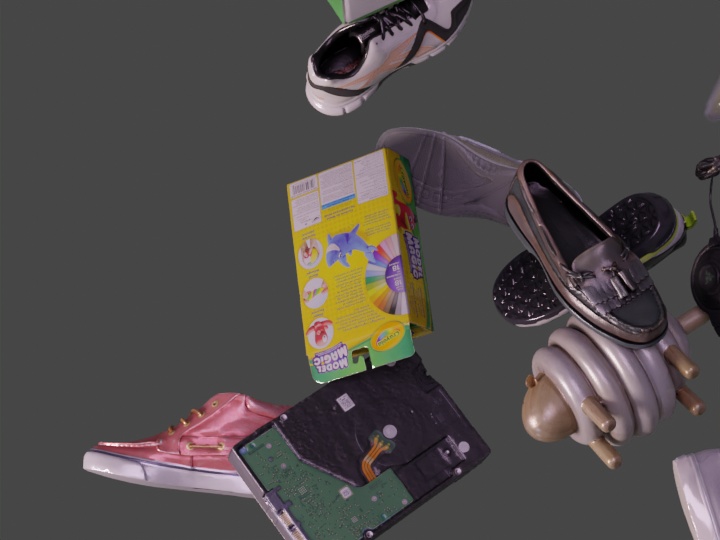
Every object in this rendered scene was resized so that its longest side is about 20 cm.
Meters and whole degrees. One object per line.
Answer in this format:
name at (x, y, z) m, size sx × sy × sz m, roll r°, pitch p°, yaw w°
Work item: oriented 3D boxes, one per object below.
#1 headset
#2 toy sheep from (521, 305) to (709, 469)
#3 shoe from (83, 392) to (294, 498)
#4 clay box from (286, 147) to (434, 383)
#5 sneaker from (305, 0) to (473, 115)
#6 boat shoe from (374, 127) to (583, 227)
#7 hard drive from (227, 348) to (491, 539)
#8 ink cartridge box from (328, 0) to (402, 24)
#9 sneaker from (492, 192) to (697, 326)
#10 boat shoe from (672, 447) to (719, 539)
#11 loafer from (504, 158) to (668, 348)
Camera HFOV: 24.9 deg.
headset at (0.353, -0.011, 1.444) m, size 0.123 × 0.094 × 0.200 m, roll -30°, pitch 95°, yaw -34°
toy sheep at (0.229, 0.091, 1.446) m, size 0.200 × 0.138 × 0.138 m, roll -27°, pitch 77°, yaw -14°
shoe at (-0.152, 0.157, 1.507) m, size 0.200 × 0.071 × 0.091 m, roll 7°, pitch 78°, yaw 2°
clay box at (0.000, 0.000, 1.497) m, size 0.115 × 0.048 × 0.200 m, roll -18°, pitch 68°, yaw 29°
sneaker at (0.030, -0.227, 1.557) m, size 0.200 × 0.080 × 0.074 m, roll -42°, pitch 76°, yaw -4°
boat shoe at (0.110, -0.084, 1.533) m, size 0.202 × 0.065 × 0.075 m, roll 16°, pitch 100°, yaw 15°
hard drive at (0.000, 0.166, 1.468) m, size 0.200 × 0.038 × 0.140 m, roll -33°, pitch 76°, yaw -24°
ink cartridge box at (0.000, -0.350, 1.546) m, size 0.146 × 0.083 × 0.200 m, roll -27°, pitch 61°, yaw -12°
sneaker at (0.218, 0.000, 1.493) m, size 0.200 × 0.083 × 0.072 m, roll -28°, pitch 62°, yaw 26°
boat shoe at (0.337, 0.253, 1.436) m, size 0.068 × 0.072 × 0.200 m, roll -18°, pitch 68°, yaw 3°
loafer at (0.191, -0.016, 1.410) m, size 0.072 × 0.063 × 0.200 m, roll -30°, pitch 58°, yaw -17°
